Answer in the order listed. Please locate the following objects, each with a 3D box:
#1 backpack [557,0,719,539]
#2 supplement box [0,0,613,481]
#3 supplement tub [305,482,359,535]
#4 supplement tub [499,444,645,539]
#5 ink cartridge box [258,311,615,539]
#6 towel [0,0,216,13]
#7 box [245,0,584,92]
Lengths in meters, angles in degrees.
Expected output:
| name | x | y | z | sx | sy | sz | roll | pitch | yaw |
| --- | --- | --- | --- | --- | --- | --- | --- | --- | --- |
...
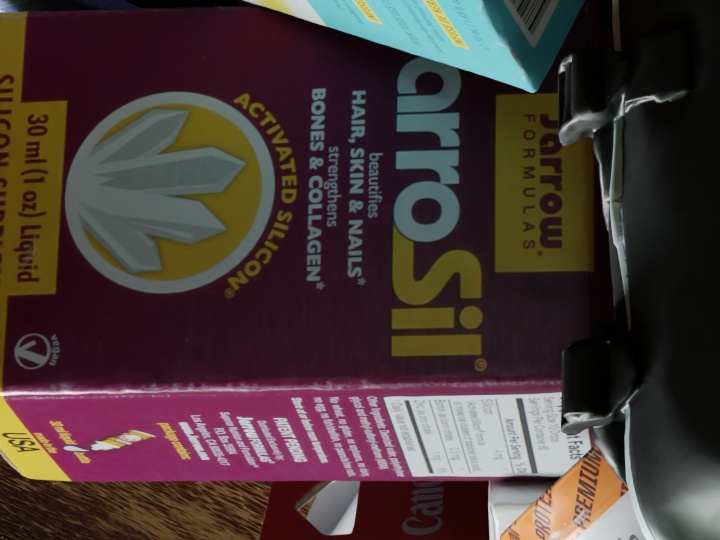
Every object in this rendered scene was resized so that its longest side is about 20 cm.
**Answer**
| name | x | y | z | sx | sy | sz | roll | pitch | yaw |
| --- | --- | --- | --- | --- | --- | --- | --- | --- | --- |
| backpack | 0.150 | 0.013 | 0.654 | 0.150 | 0.178 | 0.200 | -13 | 152 | 24 |
| supplement box | -0.020 | -0.007 | 0.866 | 0.199 | 0.131 | 0.103 | -2 | 160 | 7 |
| supplement tub | 0.081 | 0.144 | 1.335 | 0.200 | 0.145 | 0.145 | 30 | 166 | -7 |
| supplement tub | 0.140 | 0.119 | 0.779 | 0.200 | 0.122 | 0.123 | 47 | 168 | 7 |
| ink cartridge box | 0.051 | 0.064 | 0.967 | 0.175 | 0.045 | 0.200 | -2 | -163 | 3 |
| towel | -0.140 | -0.087 | 0.938 | 0.147 | 0.024 | 0.200 | 19 | 166 | -37 |
| box | -0.033 | -0.117 | 0.811 | 0.200 | 0.049 | 0.082 | 20 | 164 | 31 |
